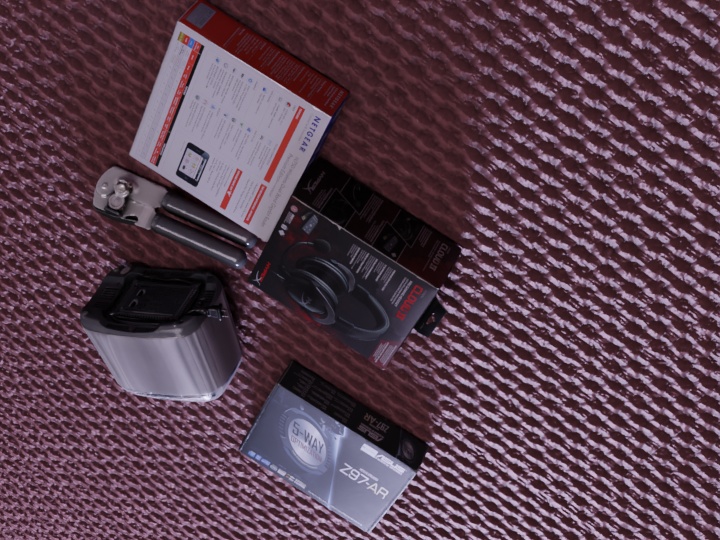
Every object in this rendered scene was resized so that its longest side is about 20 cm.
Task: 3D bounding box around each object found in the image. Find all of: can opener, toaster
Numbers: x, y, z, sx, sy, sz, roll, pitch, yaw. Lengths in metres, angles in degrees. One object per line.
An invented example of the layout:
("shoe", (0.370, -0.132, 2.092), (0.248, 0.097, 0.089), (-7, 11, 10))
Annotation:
("can opener", (-0.209, -0.059, 1.502), (0.199, 0.053, 0.067), (22, 169, 12))
("toaster", (-0.223, 0.076, 1.574), (0.198, 0.114, 0.130), (2, 132, 24))

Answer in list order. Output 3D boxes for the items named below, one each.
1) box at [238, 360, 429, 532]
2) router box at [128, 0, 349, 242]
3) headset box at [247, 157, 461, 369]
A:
("box", (-0.036, 0.219, 1.640), (0.199, 0.044, 0.161), (33, 136, 0))
("router box", (-0.130, -0.149, 1.373), (0.179, 0.049, 0.200), (32, 135, 0))
("headset box", (0.000, 0.000, 1.411), (0.199, 0.077, 0.149), (34, 135, 1))
